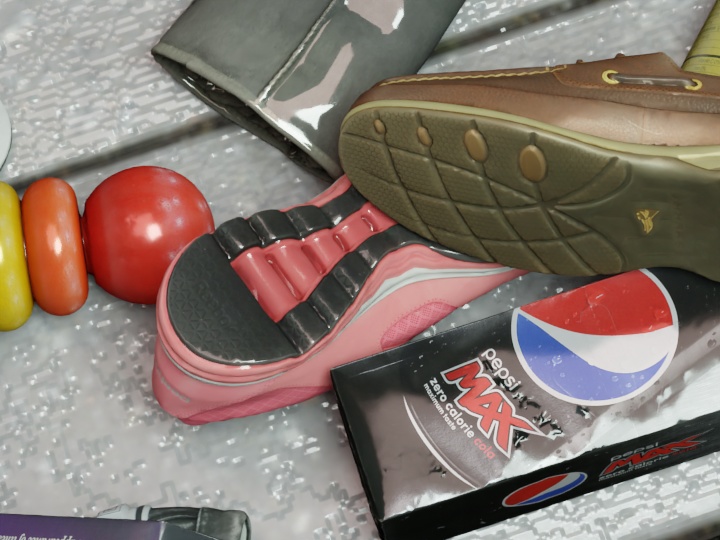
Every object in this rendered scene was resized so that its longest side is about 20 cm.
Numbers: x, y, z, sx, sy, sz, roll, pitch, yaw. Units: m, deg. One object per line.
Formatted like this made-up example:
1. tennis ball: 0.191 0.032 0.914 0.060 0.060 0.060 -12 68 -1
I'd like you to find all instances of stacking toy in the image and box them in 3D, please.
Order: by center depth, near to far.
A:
1. stacking toy: -0.156 -0.006 1.046 0.200 0.085 0.085 -9 72 -6

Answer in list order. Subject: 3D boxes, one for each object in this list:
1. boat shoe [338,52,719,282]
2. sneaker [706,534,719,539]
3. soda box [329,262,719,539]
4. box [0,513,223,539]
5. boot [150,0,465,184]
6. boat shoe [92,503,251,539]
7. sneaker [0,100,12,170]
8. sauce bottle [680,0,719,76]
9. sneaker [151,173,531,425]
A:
1. boat shoe: 0.094 -0.042 0.984 0.200 0.072 0.068 7 46 9
2. sneaker: 0.075 0.133 0.984 0.200 0.080 0.086 -21 37 -18
3. soda box: 0.093 0.043 1.012 0.200 0.071 0.063 -18 72 -2
4. box: -0.121 0.158 0.930 0.200 0.079 0.141 -4 71 45
5. boot: 0.040 -0.120 1.064 0.182 0.073 0.200 27 69 28
6. boat shoe: -0.059 0.176 0.979 0.071 0.072 0.200 -9 70 5
7. sneaker: -0.235 -0.099 1.054 0.200 0.115 0.076 22 76 10
8. sauce bottle: 0.175 -0.105 1.057 0.065 0.065 0.200 28 76 11
9. sneaker: 0.000 0.000 1.035 0.200 0.087 0.074 -24 69 -29
